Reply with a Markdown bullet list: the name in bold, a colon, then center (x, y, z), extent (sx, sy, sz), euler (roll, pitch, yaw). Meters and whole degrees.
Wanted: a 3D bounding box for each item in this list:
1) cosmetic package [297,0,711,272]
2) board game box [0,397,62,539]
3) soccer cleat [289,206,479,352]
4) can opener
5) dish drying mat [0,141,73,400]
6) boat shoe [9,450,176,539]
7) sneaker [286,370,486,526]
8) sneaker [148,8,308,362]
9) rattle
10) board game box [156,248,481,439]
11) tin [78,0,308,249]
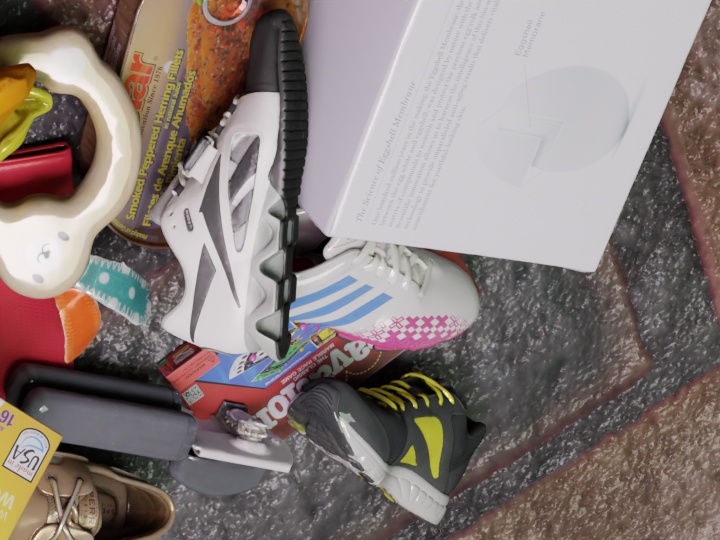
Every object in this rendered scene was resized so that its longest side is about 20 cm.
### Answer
- **cosmetic package**: center (0.070, -0.122, 1.662), extent (0.199, 0.123, 0.200), euler (7, 115, -34)
- **board game box**: center (-0.275, 0.142, 1.538), extent (0.153, 0.040, 0.201), euler (34, 77, -30)
- **soccer cleat**: center (0.000, 0.000, 1.698), extent (0.199, 0.070, 0.086), euler (5, 139, -32)
- **can opener**: center (-0.128, 0.103, 1.713), extent (0.199, 0.053, 0.067), euler (17, 111, -36)
- **dish drying mat**: center (-0.208, 0.017, 1.660), extent (0.076, 0.018, 0.201), euler (-11, 125, -23)
- **boat shoe**: center (-0.185, 0.138, 1.672), extent (0.200, 0.064, 0.072), euler (6, 87, -60)
- **sneaker**: center (0.019, 0.096, 1.799), extent (0.085, 0.074, 0.200), euler (-55, 152, -4)
- **sneaker**: center (-0.078, -0.052, 1.597), extent (0.088, 0.074, 0.201), euler (6, 90, 11)
- **rattle**: center (-0.166, -0.028, 1.549), extent (0.130, 0.143, 0.201), euler (-17, 107, -23)
- **board game box**: center (-0.024, 0.037, 1.777), extent (0.200, 0.019, 0.103), euler (-37, 131, -5)
- **tin**: center (-0.100, -0.108, 1.630), extent (0.111, 0.042, 0.201), euler (1, 119, -35)
